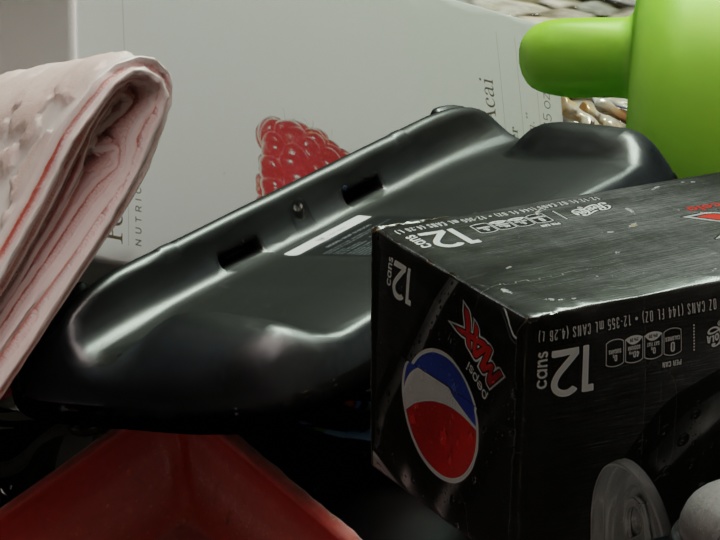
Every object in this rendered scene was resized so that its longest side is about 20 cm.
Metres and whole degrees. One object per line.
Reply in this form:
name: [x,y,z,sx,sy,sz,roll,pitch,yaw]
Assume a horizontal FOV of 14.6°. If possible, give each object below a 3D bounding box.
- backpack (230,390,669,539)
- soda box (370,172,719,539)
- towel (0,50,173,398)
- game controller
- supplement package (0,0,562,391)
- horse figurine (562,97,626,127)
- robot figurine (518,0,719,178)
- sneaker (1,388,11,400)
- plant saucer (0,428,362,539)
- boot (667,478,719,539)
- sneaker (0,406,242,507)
backpack: [0.082,0.101,0.732,0.182,0.135,0.200,-14,27,-33]
soda box: [0.103,0.014,0.686,0.200,0.064,0.071,-10,23,-28]
towel: [-0.146,0.024,0.768,0.032,0.191,0.200,40,-19,-25]
game controller: [0.000,0.000,0.759,0.104,0.042,0.200,12,27,36]
supplement package: [-0.043,-0.026,0.915,0.200,0.122,0.120,11,-23,-37]
horse figurine: [0.141,-0.038,1.217,0.132,0.050,0.200,29,17,9]
robot figurine: [0.148,-0.040,0.864,0.199,0.176,0.116,5,1,7]
sneaker: [-0.189,-0.043,0.982,0.078,0.200,0.115,-40,39,-26]
plant saucer: [-0.070,0.133,0.651,0.200,0.037,0.200,-36,37,-15]
boot: [0.157,0.013,0.630,0.200,0.132,0.070,-7,31,-39]
sneaker: [-0.063,0.057,0.879,0.199,0.083,0.071,8,28,6]
